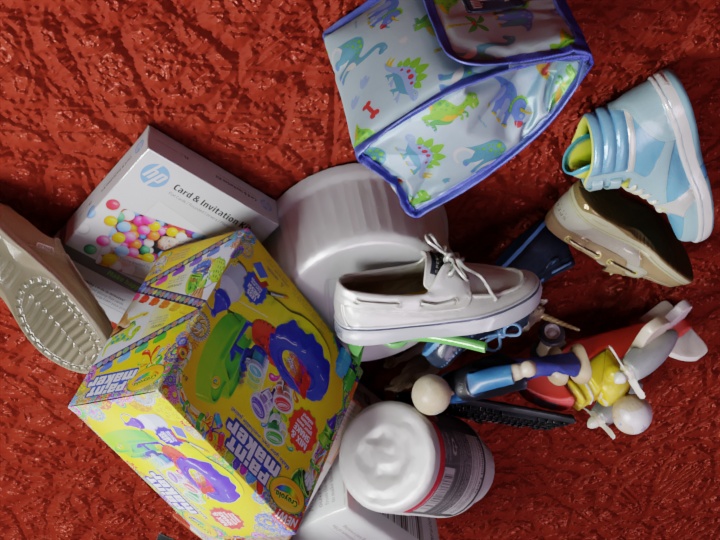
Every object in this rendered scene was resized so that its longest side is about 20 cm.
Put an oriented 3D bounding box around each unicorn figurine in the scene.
[{"bbox_3d":[0.113,0.070,1.247,0.137,0.075,0.199,-18,178,-44],"label":"unicorn figurine"}]

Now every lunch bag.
[{"bbox_3d":[0.081,-0.173,0.944,0.199,0.171,0.127,-29,136,17],"label":"lunch bag"}]

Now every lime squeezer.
[{"bbox_3d":[0.028,0.076,1.103,0.199,0.038,0.071,-22,102,44],"label":"lime squeezer"}]

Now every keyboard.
[{"bbox_3d":[0.128,0.158,1.277,0.198,0.021,0.127,13,166,-23],"label":"keyboard"}]

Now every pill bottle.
[{"bbox_3d":[0.069,0.204,1.210,0.110,0.112,0.200,-32,154,18],"label":"pill bottle"}]

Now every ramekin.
[{"bbox_3d":[0.000,0.000,1.146,0.198,0.098,0.202,-6,135,-6],"label":"ramekin"}]

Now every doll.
[{"bbox_3d":[0.139,0.108,1.163,0.198,0.049,0.136,-7,175,-28],"label":"doll"}]

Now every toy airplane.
[{"bbox_3d":[0.302,0.114,1.294,0.198,0.142,0.199,-33,150,33],"label":"toy airplane"}]

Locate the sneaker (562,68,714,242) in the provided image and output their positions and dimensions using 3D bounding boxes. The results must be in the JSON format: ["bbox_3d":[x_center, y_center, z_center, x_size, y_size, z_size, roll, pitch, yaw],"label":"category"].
[{"bbox_3d":[0.271,-0.093,1.132,0.129,0.080,0.201,-22,125,6],"label":"sneaker"}]

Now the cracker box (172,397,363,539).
[{"bbox_3d":[-0.098,0.200,1.194,0.058,0.133,0.201,38,76,-34],"label":"cracker box"}]

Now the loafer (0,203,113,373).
[{"bbox_3d":[-0.293,0.006,1.054,0.076,0.068,0.200,-39,95,28],"label":"loafer"}]

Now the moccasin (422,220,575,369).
[{"bbox_3d":[0.148,0.033,1.161,0.200,0.080,0.068,-44,95,-14],"label":"moccasin"}]

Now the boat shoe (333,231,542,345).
[{"bbox_3d":[0.072,0.008,1.059,0.199,0.075,0.087,-7,122,-5],"label":"boat shoe"}]

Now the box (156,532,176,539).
[{"bbox_3d":[-0.100,0.352,1.200,0.192,0.048,0.200,16,160,34],"label":"box"}]

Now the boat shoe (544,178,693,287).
[{"bbox_3d":[0.273,-0.032,1.203,0.199,0.075,0.066,30,132,-31],"label":"boat shoe"}]

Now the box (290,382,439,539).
[{"bbox_3d":[-0.035,0.253,1.305,0.170,0.201,0.199,-29,134,22],"label":"box"}]

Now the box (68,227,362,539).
[{"bbox_3d":[-0.124,0.107,1.049,0.121,0.194,0.200,-13,129,37],"label":"box"}]

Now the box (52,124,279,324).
[{"bbox_3d":[-0.199,-0.028,1.113,0.155,0.041,0.200,30,120,-32],"label":"box"}]
